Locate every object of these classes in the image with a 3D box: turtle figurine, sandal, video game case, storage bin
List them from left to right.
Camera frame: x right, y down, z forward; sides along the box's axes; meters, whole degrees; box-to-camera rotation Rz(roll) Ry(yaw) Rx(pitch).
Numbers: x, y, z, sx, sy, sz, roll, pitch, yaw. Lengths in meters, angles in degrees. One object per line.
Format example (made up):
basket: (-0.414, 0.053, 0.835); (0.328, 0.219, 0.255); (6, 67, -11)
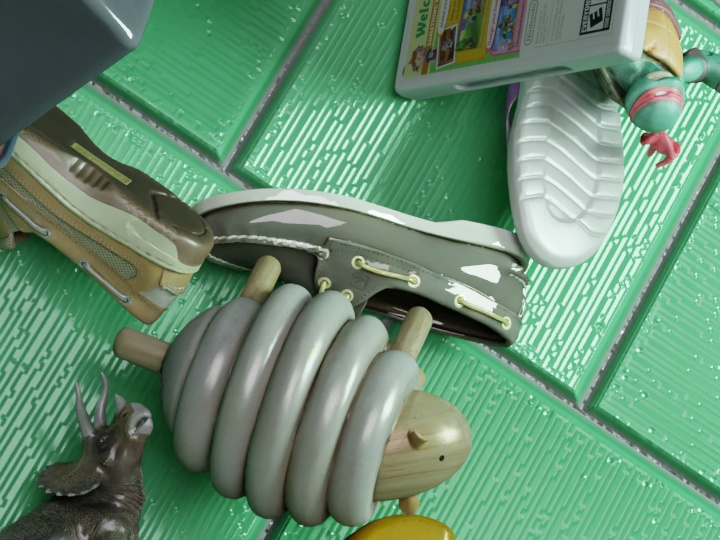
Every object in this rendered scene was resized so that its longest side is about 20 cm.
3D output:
storage bin: (-0.200, -0.153, 1.427); (0.200, 0.134, 0.146); (46, 35, -27)
video game case: (0.101, -0.202, 1.629); (0.022, 0.181, 0.201); (21, 72, -39)
sandal: (0.111, -0.088, 1.677); (0.082, 0.050, 0.204); (22, 59, -30)
turtle figurine: (0.168, -0.146, 1.646); (0.100, 0.150, 0.201); (-26, 50, 17)

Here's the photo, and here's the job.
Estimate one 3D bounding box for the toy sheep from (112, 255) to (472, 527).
toy sheep: (-0.037, 0.068, 1.539); (0.199, 0.138, 0.139); (16, 73, 11)

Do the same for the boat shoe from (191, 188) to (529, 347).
boat shoe: (0.001, -0.001, 1.610); (0.200, 0.072, 0.061); (10, 71, -20)

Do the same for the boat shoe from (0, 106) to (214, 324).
boat shoe: (-0.178, -0.044, 1.565); (0.200, 0.072, 0.076); (38, 109, 8)

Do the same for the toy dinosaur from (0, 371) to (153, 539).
toy dinosaur: (-0.162, 0.165, 1.534); (0.102, 0.077, 0.200); (37, 78, 13)

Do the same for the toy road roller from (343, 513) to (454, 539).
toy road roller: (-0.024, 0.199, 1.540); (0.199, 0.123, 0.147); (17, 61, -16)
